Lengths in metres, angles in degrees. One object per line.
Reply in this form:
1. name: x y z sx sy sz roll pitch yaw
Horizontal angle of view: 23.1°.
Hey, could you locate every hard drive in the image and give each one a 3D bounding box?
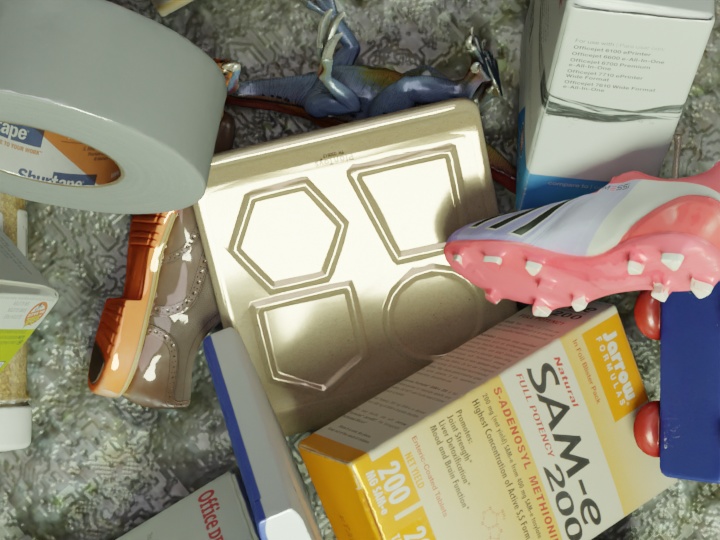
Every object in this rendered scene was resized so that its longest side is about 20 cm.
1. hard drive: -0.046 0.136 1.027 0.025 0.200 0.132 -22 119 -2

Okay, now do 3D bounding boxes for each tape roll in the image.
1. tape roll: -0.179 -0.095 1.004 0.199 0.200 0.066 11 76 0

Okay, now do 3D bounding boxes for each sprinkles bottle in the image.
1. sprinkles bottle: -0.244 0.014 1.116 0.068 0.068 0.201 -1 88 0

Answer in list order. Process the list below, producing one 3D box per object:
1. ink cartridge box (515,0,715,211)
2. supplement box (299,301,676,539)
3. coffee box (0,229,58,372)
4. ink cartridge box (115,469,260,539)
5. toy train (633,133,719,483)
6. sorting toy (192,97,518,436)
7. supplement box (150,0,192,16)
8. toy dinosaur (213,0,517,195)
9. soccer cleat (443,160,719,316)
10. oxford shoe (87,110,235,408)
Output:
1. ink cartridge box: 0.147 -0.144 1.038 0.083 0.200 0.146 6 58 0
2. supplement box: 0.080 0.116 1.060 0.200 0.073 0.126 -29 107 -23
3. coffee box: -0.342 0.019 1.010 0.200 0.200 0.198 44 104 17
4. ink cartridge box: -0.133 0.228 1.065 0.200 0.148 0.086 -30 110 -2
5. toy train: 0.230 0.022 1.049 0.115 0.085 0.201 1 89 -38
6. sorting toy: 0.000 0.000 1.108 0.184 0.036 0.201 -13 112 -1
7. supplement box: -0.090 -0.224 1.058 0.126 0.200 0.074 -28 91 -1
8. toy dinosaur: -0.006 -0.105 1.113 0.181 0.105 0.201 -17 96 13
9. soccer cleat: 0.135 -0.021 1.025 0.067 0.200 0.077 44 60 -32
10. oxford shoe: -0.111 -0.009 1.127 0.073 0.071 0.201 19 92 -20
